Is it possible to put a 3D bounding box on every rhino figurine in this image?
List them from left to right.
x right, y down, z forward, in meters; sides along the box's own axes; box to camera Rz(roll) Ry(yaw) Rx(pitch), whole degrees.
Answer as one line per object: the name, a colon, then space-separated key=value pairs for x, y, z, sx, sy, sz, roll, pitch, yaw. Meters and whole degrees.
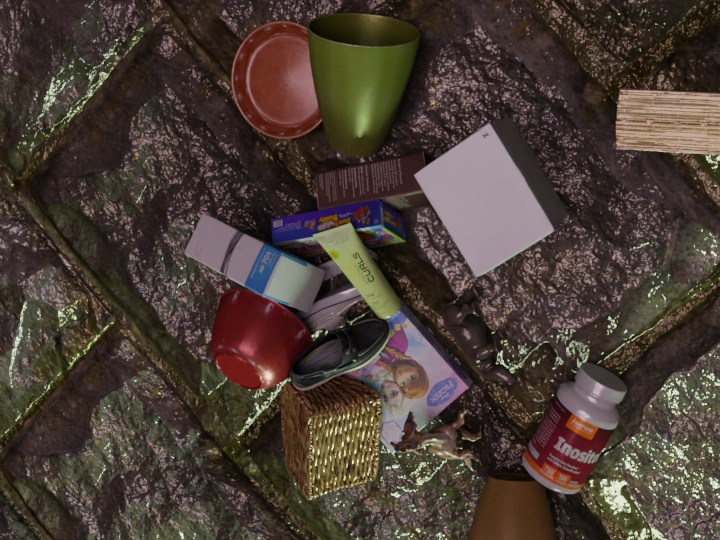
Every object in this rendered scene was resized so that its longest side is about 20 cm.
rhino figurine: x=0.209 y=0.132 z=1.711 sx=0.087 sy=0.060 sz=0.202 roll=-28 pitch=92 yaw=41

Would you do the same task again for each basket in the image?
basket: x=-0.056 y=0.287 z=1.808 sx=0.143 sy=0.147 sz=0.202 roll=42 pitch=138 yaw=53

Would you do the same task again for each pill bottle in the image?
pill bottle: x=0.360 y=0.261 z=1.660 sx=0.112 sy=0.113 sz=0.202 roll=28 pitch=109 yaw=11

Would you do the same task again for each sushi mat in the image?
sushi mat: x=0.502 y=-0.233 z=1.562 sx=0.197 sy=0.012 sz=0.097 roll=6 pitch=105 yaw=18

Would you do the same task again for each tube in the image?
tube: x=0.000 y=0.000 z=1.680 sx=0.058 sy=0.052 sz=0.201 roll=-39 pitch=123 yaw=-6

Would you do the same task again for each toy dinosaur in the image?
toy dinosaur: x=0.138 y=0.296 z=1.735 sx=0.134 sy=0.200 sz=0.087 roll=-10 pitch=61 yaw=19

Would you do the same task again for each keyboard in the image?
keyboard: x=-0.065 y=0.003 z=1.784 sx=0.198 sy=0.056 sz=0.011 roll=-25 pitch=68 yaw=21

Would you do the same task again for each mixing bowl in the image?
mixing bowl: x=-0.191 y=0.139 z=1.772 sx=0.198 sy=0.109 sz=0.201 roll=21 pitch=145 yaw=15

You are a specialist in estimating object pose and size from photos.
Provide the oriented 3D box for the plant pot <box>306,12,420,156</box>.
plant pot: x=-0.001 y=-0.301 z=1.648 sx=0.185 sy=0.187 sz=0.202 roll=13 pitch=121 yaw=16

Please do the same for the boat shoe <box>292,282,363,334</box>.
boat shoe: x=-0.055 y=0.078 z=1.788 sx=0.198 sy=0.072 sz=0.066 roll=-27 pitch=96 yaw=22

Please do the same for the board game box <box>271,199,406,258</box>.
board game box: x=-0.036 y=-0.069 z=1.712 sx=0.197 sy=0.134 sz=0.045 roll=-9 pitch=77 yaw=20

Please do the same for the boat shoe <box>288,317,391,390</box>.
boat shoe: x=-0.039 y=0.135 z=1.718 sx=0.197 sy=0.066 sz=0.075 roll=-26 pitch=62 yaw=1

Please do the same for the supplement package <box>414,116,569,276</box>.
supplement package: x=0.213 y=-0.122 z=1.584 sx=0.146 sy=0.200 sz=0.193 roll=-32 pitch=90 yaw=21

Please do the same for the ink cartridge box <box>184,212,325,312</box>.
ink cartridge box: x=-0.183 y=-0.013 z=1.735 sx=0.199 sy=0.146 sz=0.087 roll=27 pitch=91 yaw=32

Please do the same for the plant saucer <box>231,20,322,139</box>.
plant saucer: x=-0.132 y=-0.334 z=1.748 sx=0.198 sy=0.032 sz=0.203 roll=4 pitch=103 yaw=17

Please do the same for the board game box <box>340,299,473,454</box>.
board game box: x=0.064 y=0.191 z=1.784 sx=0.200 sy=0.041 sz=0.200 roll=47 pitch=111 yaw=5

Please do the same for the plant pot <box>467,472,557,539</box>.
plant pot: x=0.262 y=0.457 z=1.712 sx=0.184 sy=0.186 sz=0.203 roll=1 pitch=89 yaw=18

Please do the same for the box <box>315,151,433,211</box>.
box: x=0.032 y=-0.141 z=1.688 sx=0.197 sy=0.100 sz=0.076 roll=-7 pitch=79 yaw=20
